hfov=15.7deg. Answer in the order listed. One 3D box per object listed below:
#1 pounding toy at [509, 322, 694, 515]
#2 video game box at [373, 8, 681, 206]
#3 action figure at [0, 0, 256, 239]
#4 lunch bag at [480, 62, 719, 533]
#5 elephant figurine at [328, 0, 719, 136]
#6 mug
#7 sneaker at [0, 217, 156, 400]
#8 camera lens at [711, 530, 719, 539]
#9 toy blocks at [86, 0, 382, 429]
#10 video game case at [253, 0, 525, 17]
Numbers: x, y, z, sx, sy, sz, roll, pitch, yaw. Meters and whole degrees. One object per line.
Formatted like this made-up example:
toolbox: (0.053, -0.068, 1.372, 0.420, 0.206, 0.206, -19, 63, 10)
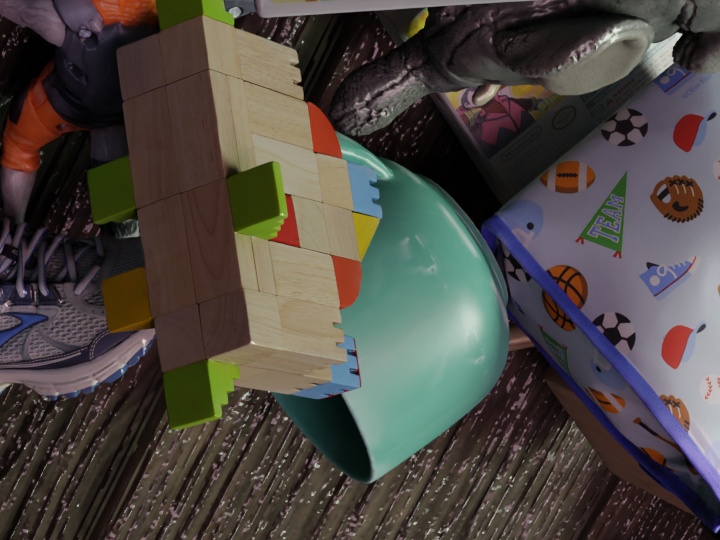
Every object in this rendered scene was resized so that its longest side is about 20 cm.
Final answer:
pounding toy: (0.189, 0.047, 1.481, 0.184, 0.200, 0.142, -50, 133, -14)
video game box: (0.126, -0.137, 1.403, 0.200, 0.047, 0.182, -40, 132, -5)
action figure: (-0.094, -0.098, 1.251, 0.199, 0.105, 0.194, -5, 139, -14)
lunch bag: (0.184, 0.015, 1.357, 0.170, 0.200, 0.124, -41, 163, -11)
elephant figurine: (0.095, -0.134, 1.268, 0.199, 0.141, 0.156, -21, 128, -22)
mug: (0.006, 0.010, 1.339, 0.114, 0.152, 0.185, -34, 161, -15)
sneaker: (-0.165, 0.013, 1.252, 0.199, 0.077, 0.085, -19, 120, 30)
camera lens: (0.324, 0.135, 1.612, 0.200, 0.160, 0.160, -37, 130, -6)
toy blocks: (-0.042, -0.025, 1.199, 0.100, 0.201, 0.136, -18, 163, 30)
video game case: (0.036, -0.213, 1.154, 0.181, 0.022, 0.201, -4, 117, 0)
